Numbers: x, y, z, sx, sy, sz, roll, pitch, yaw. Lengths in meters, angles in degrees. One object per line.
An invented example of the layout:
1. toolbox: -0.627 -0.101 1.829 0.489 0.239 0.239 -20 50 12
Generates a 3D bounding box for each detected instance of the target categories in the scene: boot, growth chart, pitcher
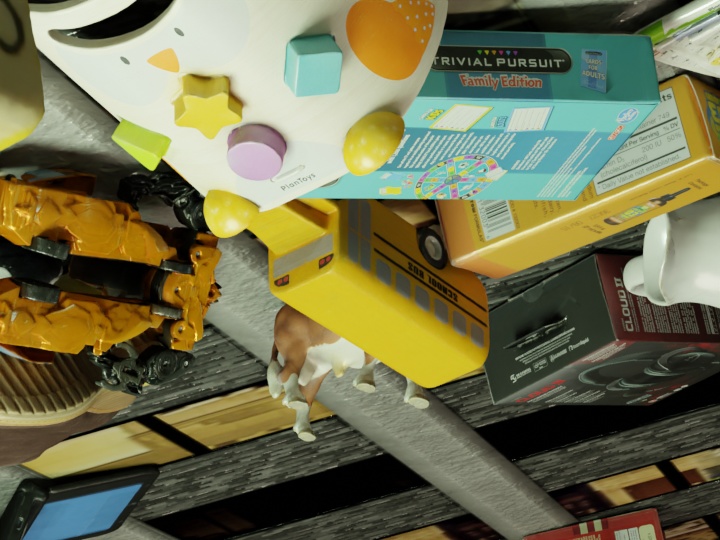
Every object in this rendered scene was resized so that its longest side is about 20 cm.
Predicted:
1. boot: -0.232 0.096 1.652 0.166 0.072 0.200 -38 163 36
2. growth chart: 0.253 -0.146 1.573 0.200 0.018 0.145 6 153 -46
3. pitcher: 0.299 -0.008 1.869 0.199 0.122 0.172 0 169 -6

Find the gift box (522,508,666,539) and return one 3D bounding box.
1. gift box: 0.297 0.385 2.894 0.199 0.185 0.187 -8 160 6

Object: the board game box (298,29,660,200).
1. board game box: 0.058 -0.092 1.527 0.199 0.047 0.151 0 159 -16

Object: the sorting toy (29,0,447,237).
1. sorting toy: -0.084 -0.116 1.358 0.200 0.107 0.180 -24 139 31

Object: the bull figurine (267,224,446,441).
1. bull figurine: 0.007 0.043 1.824 0.065 0.122 0.200 30 145 -30

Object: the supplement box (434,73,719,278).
1. supplement box: 0.151 -0.060 1.683 0.200 0.069 0.066 -20 161 26

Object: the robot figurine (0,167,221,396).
1. robot figurine: -0.164 0.000 1.578 0.058 0.145 0.200 17 -176 40

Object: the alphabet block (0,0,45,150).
1. alphabet block: -0.270 -0.128 1.012 0.196 0.196 0.200 -21 159 28

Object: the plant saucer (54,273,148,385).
1. plant saucer: -0.217 0.053 1.759 0.199 0.049 0.200 -18 164 -17

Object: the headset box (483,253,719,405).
1. headset box: 0.200 0.049 2.016 0.200 0.077 0.149 2 157 -41

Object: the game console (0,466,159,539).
1. game console: -0.276 0.262 2.277 0.116 0.176 0.200 21 153 -8

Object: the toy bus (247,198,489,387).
1. toy bus: 0.000 0.000 1.672 0.065 0.078 0.200 -23 141 33

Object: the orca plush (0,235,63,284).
1. orca plush: -0.289 0.009 1.646 0.200 0.071 0.105 -14 -151 38
